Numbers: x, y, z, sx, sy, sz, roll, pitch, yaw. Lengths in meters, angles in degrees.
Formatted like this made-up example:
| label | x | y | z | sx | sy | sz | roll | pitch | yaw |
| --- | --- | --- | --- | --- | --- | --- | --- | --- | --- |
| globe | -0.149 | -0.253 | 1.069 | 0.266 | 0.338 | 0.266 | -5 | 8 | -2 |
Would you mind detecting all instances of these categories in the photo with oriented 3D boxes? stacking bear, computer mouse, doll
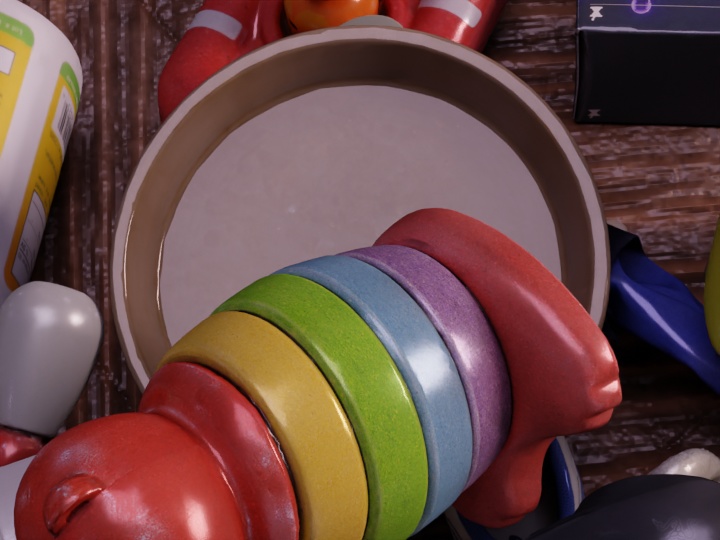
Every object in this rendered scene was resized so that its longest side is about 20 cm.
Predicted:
| label | x | y | z | sx | sy | sz | roll | pitch | yaw |
| --- | --- | --- | --- | --- | --- | --- | --- | --- | --- |
| stacking bear | -0.029 | 0.063 | 0.864 | 0.200 | 0.122 | 0.114 | -26 | 71 | -34 |
| computer mouse | 0.050 | 0.119 | 0.906 | 0.199 | 0.034 | 0.059 | -22 | 65 | 22 |
| doll | 0.100 | 0.003 | 1.071 | 0.200 | 0.136 | 0.049 | 31 | 108 | 16 |

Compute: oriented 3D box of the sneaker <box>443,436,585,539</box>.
| label | x | y | z | sx | sy | sz | roll | pitch | yaw |
| --- | --- | --- | --- | --- | --- | --- | --- | --- | --- |
| sneaker | 0.056 | 0.060 | 1.046 | 0.075 | 0.088 | 0.200 | -20 | 58 | -6 |

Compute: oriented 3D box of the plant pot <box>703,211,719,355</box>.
| label | x | y | z | sx | sy | sz | roll | pitch | yaw |
| --- | --- | --- | --- | --- | --- | --- | --- | --- | --- |
| plant pot | 0.259 | -0.030 | 0.984 | 0.199 | 0.201 | 0.181 | -6 | 24 | -42 |

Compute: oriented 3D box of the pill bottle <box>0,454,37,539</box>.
| label | x | y | z | sx | sy | sz | roll | pitch | yaw |
| --- | --- | --- | --- | --- | --- | --- | --- | --- | --- |
| pill bottle | -0.188 | 0.139 | 0.899 | 0.199 | 0.112 | 0.113 | -21 | 59 | -2 |

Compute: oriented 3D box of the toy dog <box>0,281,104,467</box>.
| label | x | y | z | sx | sy | sz | roll | pitch | yaw |
| --- | --- | --- | --- | --- | --- | --- | --- | --- | --- |
| toy dog | -0.165 | 0.101 | 1.018 | 0.200 | 0.132 | 0.096 | -50 | 31 | -10 |

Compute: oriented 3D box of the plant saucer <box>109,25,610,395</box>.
| label | x | y | z | sx | sy | sz | roll | pitch | yaw |
| --- | --- | --- | --- | --- | --- | --- | --- | --- | --- |
| plant saucer | 0.000 | 0.000 | 0.997 | 0.199 | 0.029 | 0.201 | -1 | 76 | 3 |

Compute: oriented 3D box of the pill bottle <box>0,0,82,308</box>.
| label | x | y | z | sx | sy | sz | roll | pitch | yaw |
| --- | --- | --- | --- | --- | --- | --- | --- | --- | --- |
| pill bottle | -0.197 | -0.019 | 1.098 | 0.111 | 0.111 | 0.201 | 6 | 59 | 8 |

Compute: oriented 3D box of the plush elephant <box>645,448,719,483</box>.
| label | x | y | z | sx | sy | sz | roll | pitch | yaw |
| --- | --- | --- | --- | --- | --- | --- | --- | --- | --- |
| plush elephant | 0.169 | 0.148 | 0.939 | 0.199 | 0.165 | 0.155 | -1 | 82 | 31 |

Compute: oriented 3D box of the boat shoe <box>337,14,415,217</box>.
| label | x | y | z | sx | sy | sz | roll | pitch | yaw |
| --- | --- | --- | --- | --- | --- | --- | --- | --- | --- |
| boat shoe | -0.011 | -0.008 | 1.064 | 0.071 | 0.063 | 0.201 | 12 | 85 | 37 |

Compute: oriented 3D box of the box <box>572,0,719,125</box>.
| label | x | y | z | sx | sy | sz | roll | pitch | yaw |
| --- | --- | --- | --- | --- | --- | --- | --- | --- | --- |
| box | 0.201 | -0.143 | 1.168 | 0.199 | 0.079 | 0.142 | 2 | 61 | 5 |

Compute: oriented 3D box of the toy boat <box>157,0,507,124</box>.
| label | x | y | z | sx | sy | sz | roll | pitch | yaw |
| --- | --- | --- | --- | --- | --- | --- | --- | --- | --- |
| toy boat | -0.014 | -0.123 | 1.138 | 0.130 | 0.131 | 0.200 | 19 | 62 | 16 |
